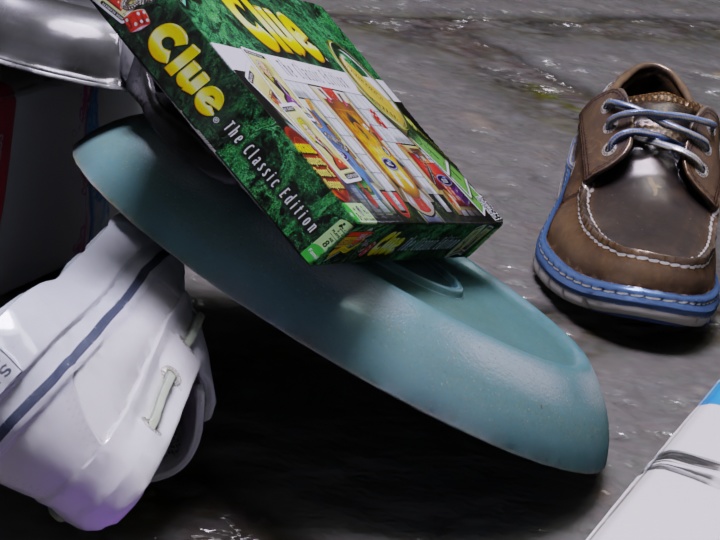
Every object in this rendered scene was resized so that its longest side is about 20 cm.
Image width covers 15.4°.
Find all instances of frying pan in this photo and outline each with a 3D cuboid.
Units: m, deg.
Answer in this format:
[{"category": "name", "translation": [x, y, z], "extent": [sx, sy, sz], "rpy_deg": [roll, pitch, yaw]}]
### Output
[{"category": "frying pan", "translation": [-0.088, -0.070, 0.842], "extent": [0.115, 0.031, 0.190], "rpy_deg": [12, 12, -6]}]

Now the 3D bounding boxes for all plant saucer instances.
[{"category": "plant saucer", "translation": [0.000, 0.000, 0.858], "extent": [0.200, 0.027, 0.200], "rpy_deg": [30, 8, -5]}]

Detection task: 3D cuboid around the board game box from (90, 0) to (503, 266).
[{"category": "board game box", "translation": [-0.015, -0.047, 0.824], "extent": [0.105, 0.023, 0.200], "rpy_deg": [48, 11, 9]}]

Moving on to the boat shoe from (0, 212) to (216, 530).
[{"category": "boat shoe", "translation": [-0.077, 0.036, 0.776], "extent": [0.067, 0.074, 0.200], "rpy_deg": [44, 14, -2]}]

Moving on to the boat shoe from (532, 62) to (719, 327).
[{"category": "boat shoe", "translation": [0.110, -0.037, 1.067], "extent": [0.072, 0.072, 0.200], "rpy_deg": [10, 19, -3]}]

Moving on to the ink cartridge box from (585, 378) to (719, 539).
[{"category": "ink cartridge box", "translation": [0.128, 0.105, 0.650], "extent": [0.146, 0.084, 0.200], "rpy_deg": [18, 20, 17]}]

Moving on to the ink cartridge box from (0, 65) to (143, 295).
[{"category": "ink cartridge box", "translation": [-0.160, -0.056, 0.941], "extent": [0.148, 0.086, 0.200], "rpy_deg": [18, 18, 20]}]
